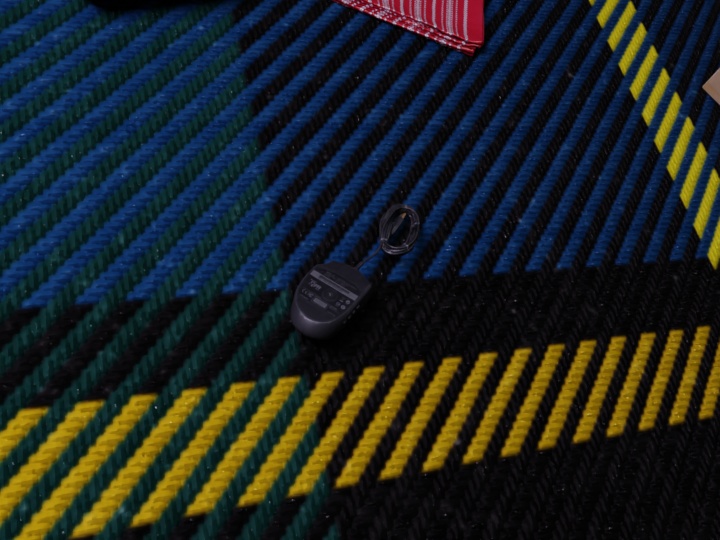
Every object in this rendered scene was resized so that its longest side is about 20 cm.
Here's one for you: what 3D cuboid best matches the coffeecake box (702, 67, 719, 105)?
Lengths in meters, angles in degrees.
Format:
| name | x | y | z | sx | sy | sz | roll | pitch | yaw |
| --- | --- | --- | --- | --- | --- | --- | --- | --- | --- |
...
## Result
| name | x | y | z | sx | sy | sz | roll | pitch | yaw |
| --- | --- | --- | --- | --- | --- | --- | --- | --- | --- |
| coffeecake box | 0.606 | -0.265 | 1.080 | 0.199 | 0.073 | 0.154 | -34 | 77 | -33 |

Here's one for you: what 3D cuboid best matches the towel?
| name | x | y | z | sx | sy | sz | roll | pitch | yaw |
| --- | --- | --- | --- | --- | --- | --- | --- | --- | --- |
| towel | 0.066 | -0.354 | 0.946 | 0.196 | 0.023 | 0.147 | 17 | 57 | -12 |

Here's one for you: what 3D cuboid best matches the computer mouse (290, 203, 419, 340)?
| name | x | y | z | sx | sy | sz | roll | pitch | yaw |
| --- | --- | --- | --- | --- | --- | --- | --- | --- | --- |
| computer mouse | 0.000 | 0.000 | 0.721 | 0.058 | 0.034 | 0.200 | 31 | 49 | 17 |
